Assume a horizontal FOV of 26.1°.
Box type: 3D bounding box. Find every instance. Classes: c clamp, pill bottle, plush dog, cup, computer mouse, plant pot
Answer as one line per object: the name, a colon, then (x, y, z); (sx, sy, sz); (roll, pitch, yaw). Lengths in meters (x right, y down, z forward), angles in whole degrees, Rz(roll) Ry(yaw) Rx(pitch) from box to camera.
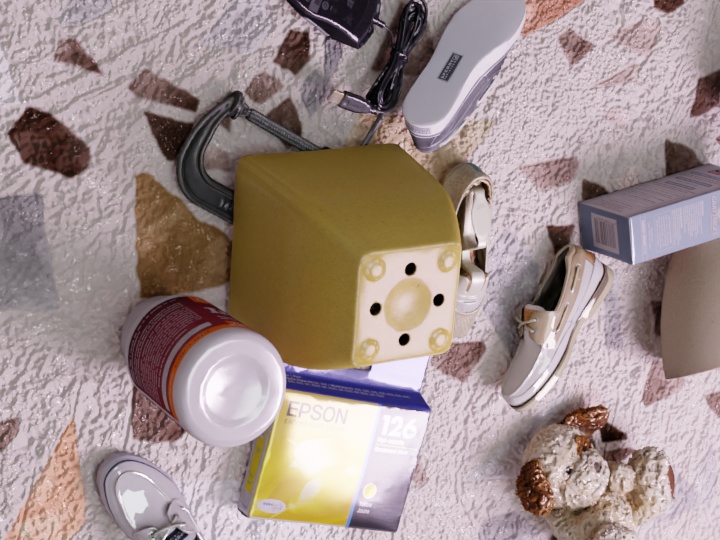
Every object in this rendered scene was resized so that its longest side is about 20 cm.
c clamp: (-0.089, -0.118, 1.590); (0.199, 0.027, 0.172); (21, 97, -33)
pill bottle: (-0.160, 0.088, 1.498); (0.112, 0.200, 0.114); (-8, 107, -27)
plush dog: (0.256, 0.258, 1.835); (0.173, 0.160, 0.200); (55, 46, -14)
cup: (0.439, 0.033, 1.845); (0.198, 0.200, 0.145); (-14, 86, -26)
computer mouse: (-0.025, -0.242, 1.577); (0.199, 0.046, 0.142); (21, 84, -40)
plant pot: (0.000, 0.000, 1.551); (0.194, 0.200, 0.197); (-7, 114, -30)

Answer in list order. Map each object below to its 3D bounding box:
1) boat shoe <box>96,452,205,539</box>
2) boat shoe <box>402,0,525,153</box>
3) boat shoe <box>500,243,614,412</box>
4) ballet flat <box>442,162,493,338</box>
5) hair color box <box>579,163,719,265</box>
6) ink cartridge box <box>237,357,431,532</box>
boat shoe: (-0.195, 0.269, 1.603); (0.074, 0.067, 0.201); (-43, 119, -13)
boat shoe: (0.114, -0.210, 1.656); (0.201, 0.071, 0.068); (-58, 157, -20)
boat shoe: (0.211, 0.063, 1.780); (0.068, 0.075, 0.201); (37, 77, -25)
ballet flat: (0.114, -0.016, 1.705); (0.067, 0.062, 0.203); (-8, 107, -27)
hair color box: (0.364, -0.068, 1.811); (0.198, 0.099, 0.061); (-17, 110, -25)
ink cartridge box: (-0.020, 0.179, 1.693); (0.196, 0.047, 0.202); (11, 100, -30)
